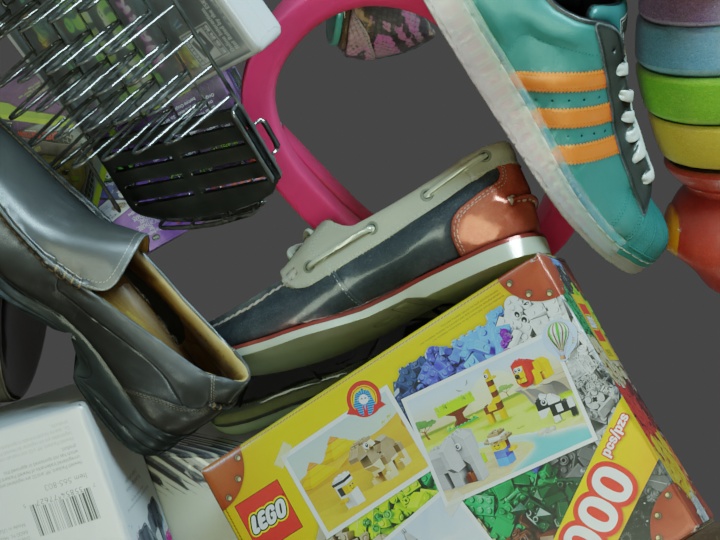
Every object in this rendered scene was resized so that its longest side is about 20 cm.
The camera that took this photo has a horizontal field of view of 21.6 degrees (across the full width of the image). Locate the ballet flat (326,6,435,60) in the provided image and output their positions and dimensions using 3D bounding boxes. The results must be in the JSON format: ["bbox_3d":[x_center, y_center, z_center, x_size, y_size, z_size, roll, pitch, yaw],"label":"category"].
[{"bbox_3d":[0.011,-0.210,0.970,0.070,0.069,0.202,-7,105,-9],"label":"ballet flat"}]

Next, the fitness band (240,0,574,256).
[{"bbox_3d":[0.029,-0.071,0.976,0.143,0.038,0.200,-39,113,19],"label":"fitness band"}]

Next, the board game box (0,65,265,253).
[{"bbox_3d":[-0.151,-0.058,1.038,0.199,0.032,0.121,-27,93,13],"label":"board game box"}]

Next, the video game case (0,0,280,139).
[{"bbox_3d":[-0.147,-0.167,0.917,0.201,0.023,0.181,54,146,-14],"label":"video game case"}]

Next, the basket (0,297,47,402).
[{"bbox_3d":[-0.271,0.002,0.992,0.198,0.136,0.182,4,104,4],"label":"basket"}]

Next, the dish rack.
[{"bbox_3d":[-0.129,-0.097,0.905,0.153,0.055,0.201,-6,123,51],"label":"dish rack"}]

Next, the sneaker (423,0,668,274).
[{"bbox_3d":[0.106,-0.088,0.909,0.080,0.072,0.201,-32,113,13],"label":"sneaker"}]

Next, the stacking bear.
[{"bbox_3d":[0.189,-0.082,0.948,0.112,0.122,0.202,-9,110,-3],"label":"stacking bear"}]

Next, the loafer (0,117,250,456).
[{"bbox_3d":[-0.130,-0.004,0.924,0.072,0.073,0.200,-27,111,31],"label":"loafer"}]

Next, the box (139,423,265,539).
[{"bbox_3d":[-0.102,0.122,1.042,0.198,0.082,0.069,-1,101,7],"label":"box"}]

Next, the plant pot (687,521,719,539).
[{"bbox_3d":[0.114,0.224,0.998,0.198,0.187,0.189,-2,102,23],"label":"plant pot"}]

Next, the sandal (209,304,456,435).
[{"bbox_3d":[0.013,0.057,1.023,0.199,0.080,0.058,-14,117,17],"label":"sandal"}]

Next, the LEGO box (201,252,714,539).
[{"bbox_3d":[0.048,0.108,0.920,0.199,0.077,0.150,-33,78,13],"label":"LEGO box"}]

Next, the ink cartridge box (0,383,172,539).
[{"bbox_3d":[-0.154,0.169,0.983,0.114,0.068,0.202,-16,98,10],"label":"ink cartridge box"}]

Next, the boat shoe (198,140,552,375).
[{"bbox_3d":[0.000,0.000,0.960,0.199,0.071,0.063,-24,77,20],"label":"boat shoe"}]
